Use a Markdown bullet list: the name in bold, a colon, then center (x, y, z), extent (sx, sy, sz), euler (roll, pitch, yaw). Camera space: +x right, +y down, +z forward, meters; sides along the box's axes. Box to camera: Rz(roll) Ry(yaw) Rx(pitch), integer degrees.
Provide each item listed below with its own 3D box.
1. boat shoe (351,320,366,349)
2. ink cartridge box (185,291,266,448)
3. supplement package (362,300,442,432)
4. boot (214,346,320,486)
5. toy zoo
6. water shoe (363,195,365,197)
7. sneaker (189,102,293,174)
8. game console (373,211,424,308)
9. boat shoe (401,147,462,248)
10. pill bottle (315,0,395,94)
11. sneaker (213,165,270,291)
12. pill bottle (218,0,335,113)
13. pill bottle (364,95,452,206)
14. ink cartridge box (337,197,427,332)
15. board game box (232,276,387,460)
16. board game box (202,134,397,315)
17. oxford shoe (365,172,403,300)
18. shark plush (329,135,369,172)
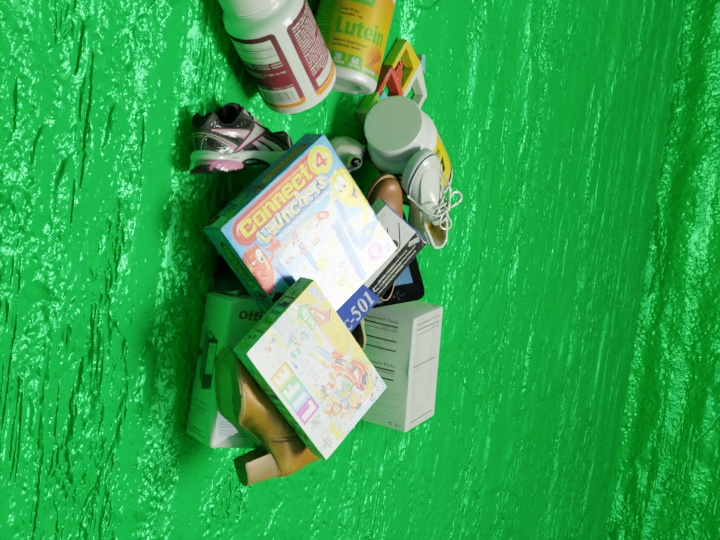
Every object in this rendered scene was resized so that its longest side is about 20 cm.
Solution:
- **boat shoe**: center (-0.036, 0.042, 1.786), extent (0.073, 0.063, 0.202), euler (-29, 132, -15)
- **ink cartridge box**: center (-0.147, 0.138, 1.593), extent (0.144, 0.084, 0.203), euler (8, 93, -33)
- **supplement package**: center (0.065, 0.158, 2.006), extent (0.113, 0.108, 0.203), euler (-17, 114, -57)
- **boot**: center (-0.112, 0.177, 1.538), extent (0.143, 0.070, 0.204), euler (-20, 110, -33)
- **toy zoo**: center (0.061, -0.291, 1.936), extent (0.202, 0.020, 0.132), euler (-63, 147, -27)
- **water shoe**: center (-0.056, -0.110, 1.640), extent (0.199, 0.078, 0.073), euler (14, 75, -63)
- **sneaker**: center (-0.155, -0.181, 1.539), extent (0.199, 0.079, 0.088), euler (-21, 108, -63)
- **game console**: center (0.005, 0.018, 1.855), extent (0.117, 0.173, 0.202), euler (-90, 167, -48)
- **boat shoe**: center (0.115, -0.099, 1.787), extent (0.074, 0.086, 0.203), euler (-36, 150, -22)
- **pill bottle**: center (-0.010, -0.370, 1.692), extent (0.111, 0.110, 0.203), euler (18, 84, -61)
- **sneaker**: center (-0.151, -0.064, 1.603), extent (0.200, 0.059, 0.105), euler (-49, 138, -48)
- **pill bottle**: center (-0.114, -0.315, 1.523), extent (0.115, 0.113, 0.201), euler (-62, 147, -27)
- **pill bottle**: center (0.075, -0.188, 1.833), extent (0.200, 0.113, 0.116), euler (51, 55, -65)
- **ink cartridge box**: center (0.000, 0.000, 1.722), extent (0.094, 0.044, 0.200), euler (39, 95, -22)
- **board game box**: center (-0.062, 0.128, 1.505), extent (0.135, 0.034, 0.201), euler (-47, 122, -23)
- **board game box**: center (-0.076, -0.043, 1.536), extent (0.200, 0.056, 0.197), euler (-45, 116, -22)
- **oxford shoe**: center (0.042, -0.049, 1.777), extent (0.070, 0.071, 0.203), euler (-8, 116, -25)
- **shark plush**: center (-0.038, -0.169, 1.798), extent (0.200, 0.090, 0.084), euler (-60, 172, -68)
